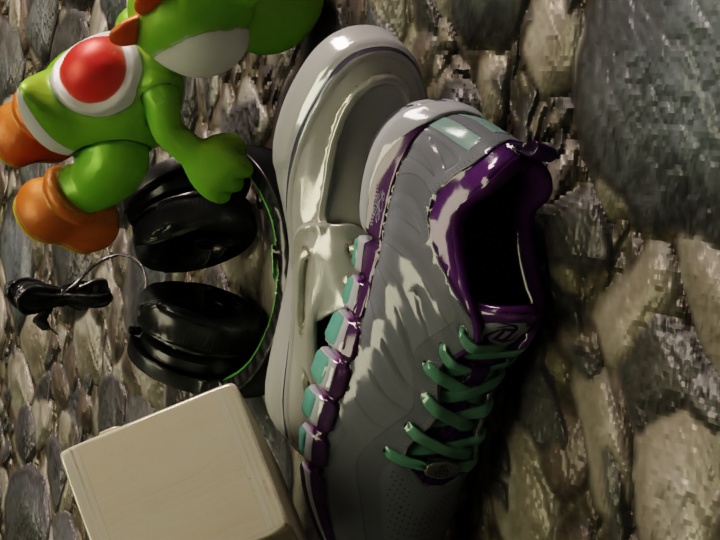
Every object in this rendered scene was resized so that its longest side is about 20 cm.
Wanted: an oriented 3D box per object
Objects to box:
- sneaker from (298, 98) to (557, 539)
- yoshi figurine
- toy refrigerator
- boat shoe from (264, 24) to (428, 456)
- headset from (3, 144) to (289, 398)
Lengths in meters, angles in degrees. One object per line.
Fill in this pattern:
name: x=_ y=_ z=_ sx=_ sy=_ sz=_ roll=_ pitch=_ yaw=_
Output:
sneaker: x=0.029 y=0.037 z=0.870 sx=0.087 sy=0.074 sz=0.202 roll=26 pitch=113 yaw=58
yoshi figurine: x=-0.086 y=-0.098 z=1.062 sx=0.200 sy=0.112 sz=0.112 roll=-42 pitch=17 yaw=34
toy refrigerator: x=-0.068 y=0.109 z=0.965 sx=0.200 sy=0.075 sz=0.070 roll=76 pitch=172 yaw=-75
boat shoe: x=0.000 y=0.000 z=0.935 sx=0.066 sy=0.071 sz=0.201 roll=46 pitch=132 yaw=51
headset: x=-0.096 y=0.003 z=1.116 sx=0.199 sy=0.093 sz=0.125 roll=-9 pitch=82 yaw=54
